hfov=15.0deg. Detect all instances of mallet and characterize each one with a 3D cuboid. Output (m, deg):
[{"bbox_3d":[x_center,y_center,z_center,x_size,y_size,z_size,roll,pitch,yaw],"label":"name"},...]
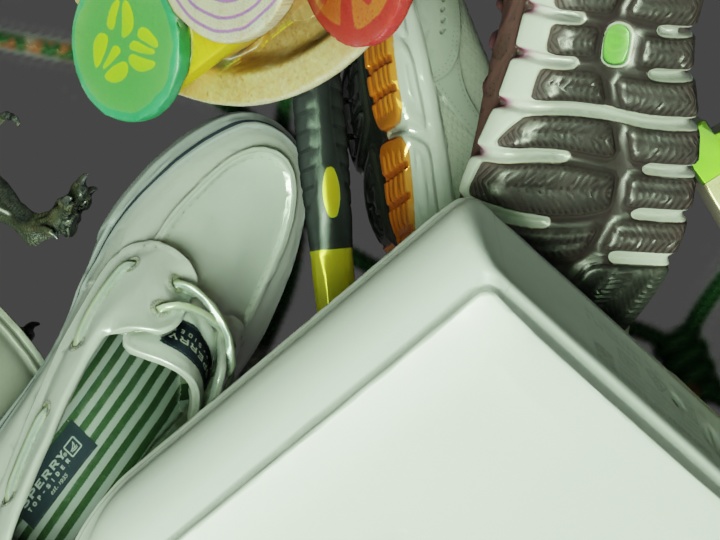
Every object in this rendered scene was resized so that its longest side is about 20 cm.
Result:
[{"bbox_3d":[0.000,0.000,0.954,0.066,0.041,0.201,2,89,-15],"label":"mallet"}]

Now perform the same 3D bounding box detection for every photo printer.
[{"bbox_3d":[0.016,0.091,0.892,0.200,0.070,0.166,-39,119,19],"label":"photo printer"}]

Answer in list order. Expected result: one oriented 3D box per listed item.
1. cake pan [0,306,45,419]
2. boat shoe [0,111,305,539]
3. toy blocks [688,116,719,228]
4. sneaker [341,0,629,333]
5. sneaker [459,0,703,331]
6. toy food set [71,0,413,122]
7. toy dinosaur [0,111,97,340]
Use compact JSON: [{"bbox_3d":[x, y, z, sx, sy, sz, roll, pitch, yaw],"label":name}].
[{"bbox_3d":[-0.194,0.081,1.018,0.199,0.037,0.201,9,114,20],"label":"cake pan"},{"bbox_3d":[-0.069,0.032,0.953,0.073,0.067,0.201,36,75,-24],"label":"boat shoe"},{"bbox_3d":[0.211,-0.003,0.933,0.136,0.100,0.201,-32,94,3],"label":"toy blocks"},{"bbox_3d":[0.054,-0.021,0.970,0.092,0.076,0.201,-14,92,-14],"label":"sneaker"},{"bbox_3d":[0.071,-0.073,0.914,0.075,0.116,0.201,10,110,-12],"label":"sneaker"},{"bbox_3d":[-0.045,-0.151,0.918,0.200,0.049,0.199,-34,74,37],"label":"toy food set"},{"bbox_3d":[-0.154,-0.012,1.014,0.088,0.047,0.201,22,110,11],"label":"toy dinosaur"}]
